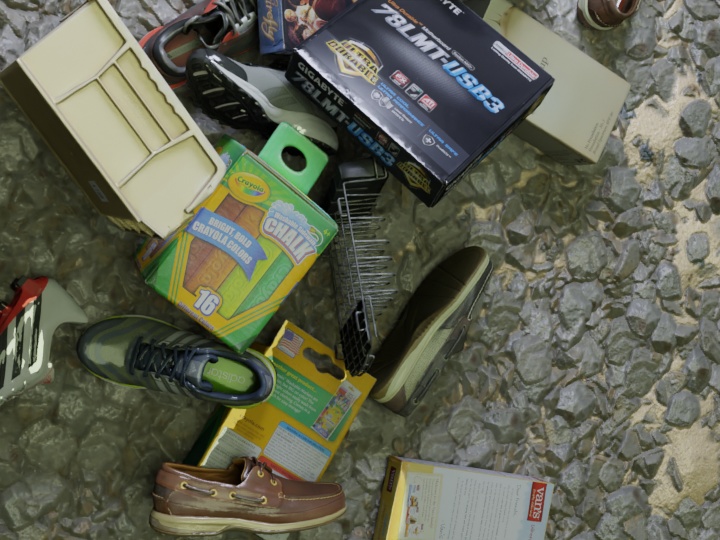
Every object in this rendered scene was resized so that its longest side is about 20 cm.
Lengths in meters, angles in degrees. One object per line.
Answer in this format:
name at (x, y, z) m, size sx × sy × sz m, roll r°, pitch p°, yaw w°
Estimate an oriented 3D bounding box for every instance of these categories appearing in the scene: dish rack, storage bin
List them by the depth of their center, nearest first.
storage bin at (-0.228, -0.133, 1.159) m, size 0.094 × 0.200 × 0.199 m, roll -40°, pitch 107°, yaw -14°
dish rack at (0.000, 0.000, 1.268) m, size 0.054 × 0.154 × 0.202 m, roll -5°, pitch 75°, yaw -10°

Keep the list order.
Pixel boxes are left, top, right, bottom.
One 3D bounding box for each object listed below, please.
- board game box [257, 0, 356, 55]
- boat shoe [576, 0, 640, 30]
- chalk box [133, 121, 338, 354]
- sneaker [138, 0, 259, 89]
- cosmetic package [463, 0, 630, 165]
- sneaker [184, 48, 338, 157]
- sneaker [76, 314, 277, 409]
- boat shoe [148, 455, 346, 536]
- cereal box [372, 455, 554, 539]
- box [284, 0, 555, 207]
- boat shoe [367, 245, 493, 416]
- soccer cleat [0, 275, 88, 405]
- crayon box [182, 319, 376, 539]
board game box at (-0.050, -0.317, 1.282) m, size 0.135 × 0.034 × 0.203 m, roll -9°, pitch 97°, yaw -50°
boat shoe at (0.308, -0.371, 1.439) m, size 0.074 × 0.075 × 0.205 m, roll 13°, pitch 88°, yaw -23°
chalk box at (-0.109, -0.046, 1.235) m, size 0.124 × 0.124 × 0.201 m, roll 37°, pitch 92°, yaw -20°
sneaker at (-0.130, -0.244, 1.257) m, size 0.200 × 0.082 × 0.077 m, roll -42°, pitch 107°, yaw -17°
cosmetic package at (0.187, -0.206, 1.399) m, size 0.199 × 0.073 × 0.104 m, roll 27°, pitch 83°, yaw -23°
sneaker at (-0.096, -0.177, 1.269) m, size 0.199 × 0.073 × 0.080 m, roll 24°, pitch 70°, yaw -47°
sneaker at (-0.172, 0.086, 1.223) m, size 0.198 × 0.081 × 0.075 m, roll 11°, pitch 84°, yaw -11°
boat shoe at (-0.106, 0.217, 1.245) m, size 0.198 × 0.072 × 0.068 m, roll 2°, pitch 94°, yaw -20°
cereal box at (0.112, 0.291, 1.413) m, size 0.198 × 0.039 × 0.146 m, roll 13°, pitch 88°, yaw -23°
box at (0.060, -0.189, 1.257) m, size 0.200 × 0.050 × 0.198 m, roll 42°, pitch 57°, yaw 9°
boat shoe at (0.082, 0.067, 1.376) m, size 0.066 × 0.072 × 0.202 m, roll 43°, pitch 77°, yaw -29°
soccer cleat at (-0.336, 0.098, 1.200) m, size 0.085 × 0.069 × 0.201 m, roll 37°, pitch 74°, yaw -16°
crayon box at (-0.087, 0.165, 1.316) m, size 0.125 × 0.051 × 0.201 m, roll 34°, pitch 81°, yaw -21°
